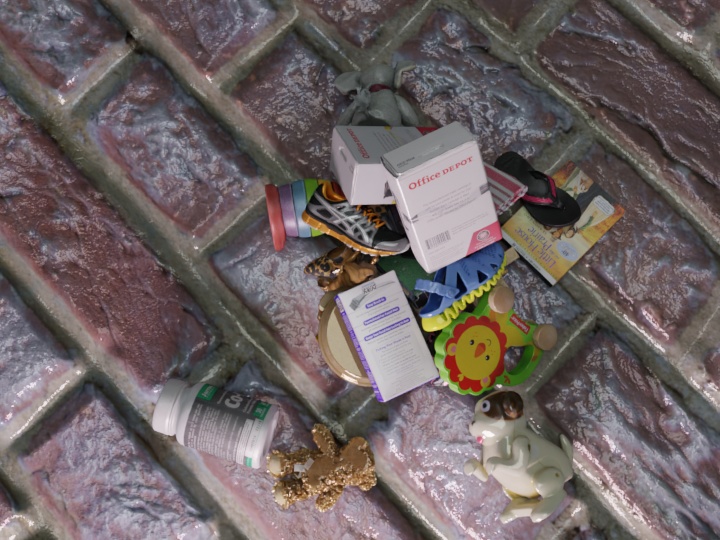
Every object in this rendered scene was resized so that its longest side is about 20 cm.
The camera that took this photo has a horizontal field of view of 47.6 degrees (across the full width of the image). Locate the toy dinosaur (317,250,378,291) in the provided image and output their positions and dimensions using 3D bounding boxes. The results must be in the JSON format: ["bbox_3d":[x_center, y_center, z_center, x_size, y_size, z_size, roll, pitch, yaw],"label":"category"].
[{"bbox_3d":[0.000,0.000,1.397,0.060,0.200,0.107,33,64,-23],"label":"toy dinosaur"}]

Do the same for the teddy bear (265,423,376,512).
[{"bbox_3d":[-0.069,0.350,1.436,0.199,0.067,0.145,-31,70,2],"label":"teddy bear"}]

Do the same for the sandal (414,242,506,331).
[{"bbox_3d":[0.166,0.012,1.381,0.200,0.079,0.087,-41,107,-21],"label":"sandal"}]

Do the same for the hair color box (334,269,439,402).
[{"bbox_3d":[0.044,0.113,1.412,0.109,0.065,0.201,-22,87,-11],"label":"hair color box"}]

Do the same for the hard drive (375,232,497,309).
[{"bbox_3d":[0.136,-0.037,1.477,0.200,0.038,0.140,-40,46,-7],"label":"hard drive"}]

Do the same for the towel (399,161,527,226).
[{"bbox_3d":[0.184,-0.116,1.474,0.200,0.030,0.146,-39,46,-10],"label":"towel"}]

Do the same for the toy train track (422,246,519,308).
[{"bbox_3d":[0.201,0.021,1.502,0.199,0.033,0.115,-34,92,1],"label":"toy train track"}]

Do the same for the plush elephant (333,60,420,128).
[{"bbox_3d":[0.035,-0.307,1.511,0.164,0.200,0.156,2,54,18],"label":"plush elephant"}]

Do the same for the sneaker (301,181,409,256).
[{"bbox_3d":[-0.006,-0.084,1.386,0.199,0.078,0.078,24,108,13],"label":"sneaker"}]

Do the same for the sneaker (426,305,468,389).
[{"bbox_3d":[0.152,0.120,1.459,0.095,0.079,0.201,-6,88,16],"label":"sneaker"}]

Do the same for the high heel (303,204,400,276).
[{"bbox_3d":[-0.031,-0.070,1.468,0.199,0.072,0.143,-18,118,13],"label":"high heel"}]

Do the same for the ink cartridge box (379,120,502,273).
[{"bbox_3d":[0.132,-0.118,1.326,0.145,0.201,0.085,-25,38,-4],"label":"ink cartridge box"}]

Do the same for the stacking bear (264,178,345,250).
[{"bbox_3d":[-0.069,-0.118,1.501,0.199,0.114,0.122,-9,79,-5],"label":"stacking bear"}]

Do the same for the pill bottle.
[{"bbox_3d":[-0.252,0.263,1.426,0.199,0.113,0.114,16,80,4],"label":"pill bottle"}]

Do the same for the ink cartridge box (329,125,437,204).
[{"bbox_3d":[0.061,-0.183,1.402,0.199,0.086,0.148,-4,35,-18],"label":"ink cartridge box"}]

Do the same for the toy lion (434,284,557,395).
[{"bbox_3d":[0.224,0.134,1.409,0.200,0.069,0.192,37,78,-27],"label":"toy lion"}]

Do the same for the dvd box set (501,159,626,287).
[{"bbox_3d":[0.370,-0.088,1.515,0.200,0.029,0.146,-43,79,-6],"label":"dvd box set"}]

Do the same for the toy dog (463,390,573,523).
[{"bbox_3d":[0.267,0.299,1.384,0.193,0.140,0.201,-34,89,-19],"label":"toy dog"}]

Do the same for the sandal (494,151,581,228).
[{"bbox_3d":[0.318,-0.152,1.495,0.075,0.045,0.200,-40,64,-5],"label":"sandal"}]

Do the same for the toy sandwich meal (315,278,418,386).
[{"bbox_3d":[0.008,0.110,1.475,0.204,0.070,0.207,1,82,-9],"label":"toy sandwich meal"}]
